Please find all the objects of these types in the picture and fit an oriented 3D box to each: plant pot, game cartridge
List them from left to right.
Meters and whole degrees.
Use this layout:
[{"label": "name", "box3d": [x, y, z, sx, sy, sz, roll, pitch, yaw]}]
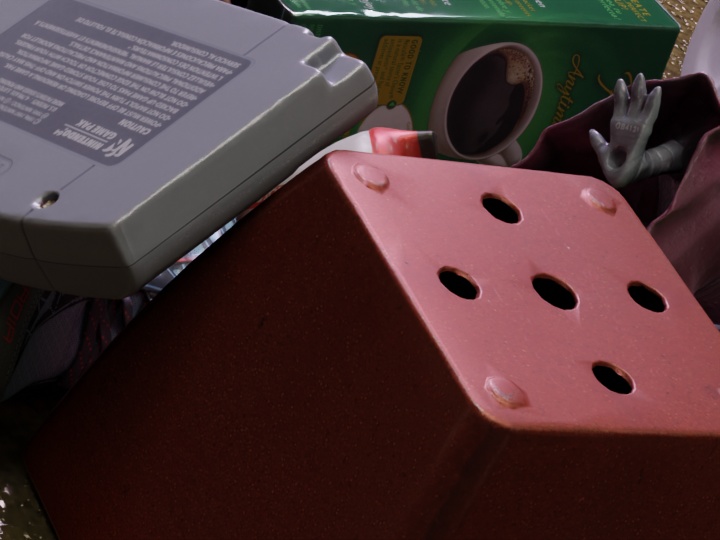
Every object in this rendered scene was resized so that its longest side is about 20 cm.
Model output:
[{"label": "game cartridge", "box3d": [-0.100, -0.053, 0.960, 0.133, 0.041, 0.200, -34, 33, -24]}, {"label": "plant pot", "box3d": [0.030, 0.071, 0.934, 0.199, 0.177, 0.200, 5, 39, -37]}]

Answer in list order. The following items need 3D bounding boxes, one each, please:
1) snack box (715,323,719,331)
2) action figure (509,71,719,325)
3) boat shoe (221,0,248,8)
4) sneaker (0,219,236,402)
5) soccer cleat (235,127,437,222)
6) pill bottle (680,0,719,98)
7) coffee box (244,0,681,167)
[{"label": "snack box", "box3d": [0.160, 0.079, 1.155, 0.141, 0.053, 0.201, 12, 35, -25]}, {"label": "action figure", "box3d": [0.146, -0.011, 1.125, 0.200, 0.133, 0.150, 23, 57, -56]}, {"label": "boat shoe", "box3d": [-0.037, -0.119, 1.255, 0.075, 0.072, 0.200, 26, 31, -7]}, {"label": "sneaker", "box3d": [-0.085, 0.009, 1.024, 0.095, 0.080, 0.200, 37, 31, 8]}, {"label": "soccer cleat", "box3d": [0.000, 0.000, 1.056, 0.084, 0.200, 0.069, -8, 70, 5]}, {"label": "pill bottle", "box3d": [0.284, -0.090, 1.449, 0.199, 0.114, 0.114, 22, 31, -14]}, {"label": "coffee box", "box3d": [0.034, -0.069, 1.172, 0.199, 0.124, 0.044, -3, 36, -29]}]
